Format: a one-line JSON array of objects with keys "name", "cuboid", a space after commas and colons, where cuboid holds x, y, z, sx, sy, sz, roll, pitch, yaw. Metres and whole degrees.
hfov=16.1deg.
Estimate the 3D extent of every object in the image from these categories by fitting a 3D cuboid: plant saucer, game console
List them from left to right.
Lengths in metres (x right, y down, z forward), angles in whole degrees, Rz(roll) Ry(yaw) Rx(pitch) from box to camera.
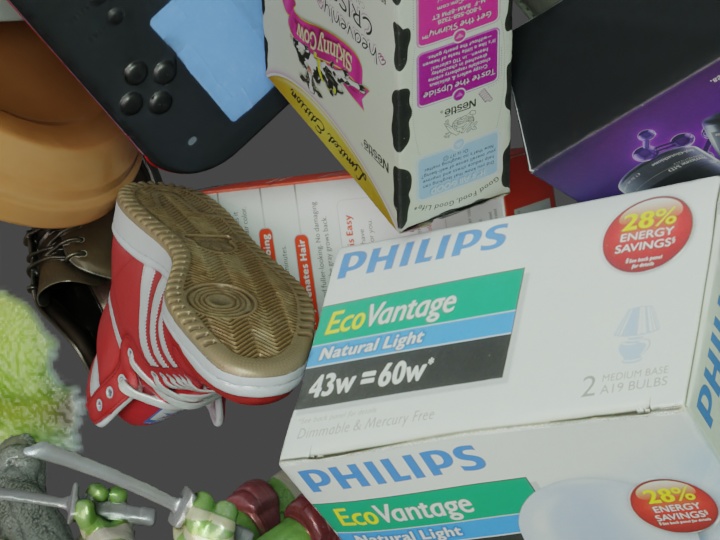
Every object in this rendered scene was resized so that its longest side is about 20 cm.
[{"name": "plant saucer", "cuboid": [-0.184, -0.110, 1.244, 0.037, 0.200, 0.201, -45, 77, 31]}, {"name": "game console", "cuboid": [-0.057, -0.156, 1.163, 0.200, 0.177, 0.031, -43, 45, -4]}]

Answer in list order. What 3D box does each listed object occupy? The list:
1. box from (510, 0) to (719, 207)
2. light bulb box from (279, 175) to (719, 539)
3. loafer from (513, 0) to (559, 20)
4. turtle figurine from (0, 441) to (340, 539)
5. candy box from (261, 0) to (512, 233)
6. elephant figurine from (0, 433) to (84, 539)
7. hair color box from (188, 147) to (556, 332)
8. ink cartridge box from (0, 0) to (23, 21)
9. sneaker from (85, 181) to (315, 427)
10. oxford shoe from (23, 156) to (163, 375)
[{"name": "box", "cuboid": [0.183, -0.091, 1.080, 0.199, 0.141, 0.079, -31, 54, 30]}, {"name": "light bulb box", "cuboid": [0.103, 0.082, 1.122, 0.197, 0.125, 0.200, -10, 136, 30]}, {"name": "loafer", "cuboid": [0.069, -0.160, 1.151, 0.070, 0.070, 0.200, -18, 115, 45]}, {"name": "turtle figurine", "cuboid": [-0.082, 0.112, 1.214, 0.200, 0.193, 0.144, 52, 145, 14]}, {"name": "candy box", "cuboid": [0.008, -0.137, 1.086, 0.136, 0.061, 0.201, 50, 153, 43]}, {"name": "elephant figurine", "cuboid": [-0.158, 0.207, 1.346, 0.155, 0.141, 0.200, -50, 29, -5]}, {"name": "hair color box", "cuboid": [0.000, 0.000, 1.254, 0.199, 0.061, 0.102, -5, 97, 29]}, {"name": "ink cartridge box", "cuboid": [-0.158, -0.217, 1.215, 0.145, 0.200, 0.146, 44, 117, 21]}, {"name": "sneaker", "cuboid": [-0.077, 0.045, 1.192, 0.200, 0.071, 0.113, -128, 45, -60]}, {"name": "oxford shoe", "cuboid": [-0.142, -0.020, 1.318, 0.073, 0.084, 0.201, -36, 80, 31]}]
